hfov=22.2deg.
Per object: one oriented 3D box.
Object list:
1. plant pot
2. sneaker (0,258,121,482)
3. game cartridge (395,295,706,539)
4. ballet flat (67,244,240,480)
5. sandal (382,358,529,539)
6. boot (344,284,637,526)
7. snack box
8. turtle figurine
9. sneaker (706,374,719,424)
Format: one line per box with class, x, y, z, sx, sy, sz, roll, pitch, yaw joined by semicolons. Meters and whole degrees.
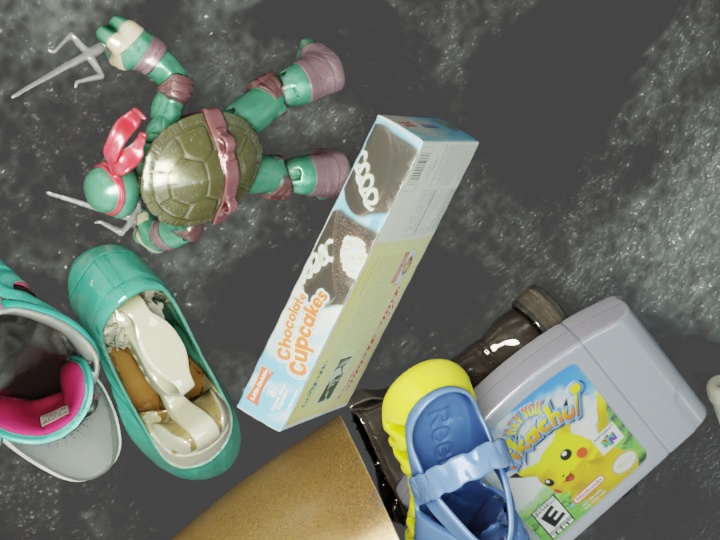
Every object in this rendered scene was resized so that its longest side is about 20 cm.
plant pot;-0.061;0.222;1.188;0.199;0.187;0.187;-26;126;-4
sneaker;-0.183;0.072;1.061;0.084;0.121;0.200;-37;128;-7
game cartridge;0.127;0.117;1.236;0.200;0.040;0.133;-42;117;0
ballet flat;-0.119;0.073;1.130;0.067;0.070;0.200;-34;127;-11
sandal;0.069;0.158;1.163;0.079;0.087;0.200;-27;121;-11
boot;0.090;0.121;1.279;0.174;0.069;0.200;-36;117;-10
snack box;0.000;0.000;1.143;0.201;0.037;0.116;-64;164;12
turtle figurine;-0.099;-0.066;1.055;0.199;0.101;0.150;-15;130;-32
sneaker;0.344;0.054;1.386;0.200;0.075;0.087;-41;122;-5
